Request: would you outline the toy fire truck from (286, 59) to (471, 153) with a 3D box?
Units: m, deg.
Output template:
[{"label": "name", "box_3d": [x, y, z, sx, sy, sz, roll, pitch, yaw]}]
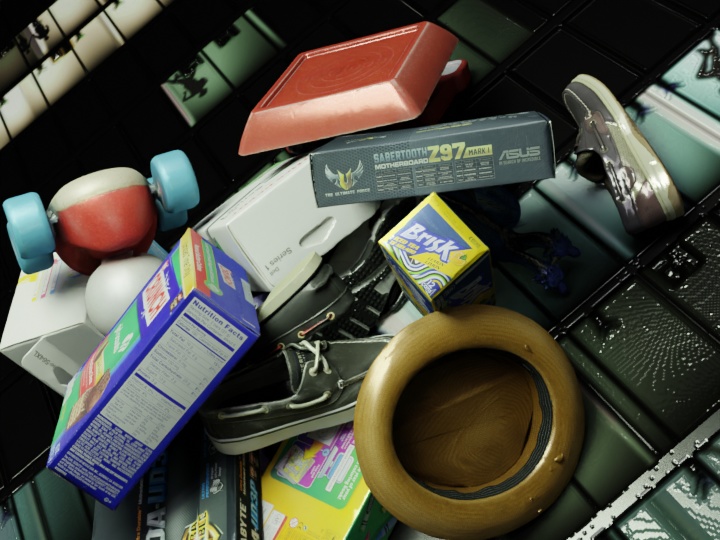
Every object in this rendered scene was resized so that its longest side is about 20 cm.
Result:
[{"label": "toy fire truck", "box_3d": [0.016, -0.183, 1.145, 0.198, 0.113, 0.168, -6, 29, 30]}]

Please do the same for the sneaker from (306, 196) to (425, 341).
[{"label": "sneaker", "box_3d": [0.000, 0.000, 1.021, 0.200, 0.074, 0.080, -49, 25, 5]}]

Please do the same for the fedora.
[{"label": "fedora", "box_3d": [0.084, 0.123, 0.825, 0.201, 0.200, 0.082, -52, 8, -12]}]

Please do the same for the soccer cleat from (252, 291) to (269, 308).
[{"label": "soccer cleat", "box_3d": [-0.121, 0.073, 1.058, 0.199, 0.068, 0.074, -29, 64, 10]}]

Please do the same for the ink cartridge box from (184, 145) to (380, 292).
[{"label": "ink cartridge box", "box_3d": [-0.086, -0.052, 1.034, 0.146, 0.085, 0.200, -40, 12, -18]}]

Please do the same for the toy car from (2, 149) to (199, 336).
[{"label": "toy car", "box_3d": [-0.244, 0.007, 1.021, 0.183, 0.202, 0.177, -19, -3, -20]}]

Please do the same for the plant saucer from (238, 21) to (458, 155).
[{"label": "plant saucer", "box_3d": [-0.014, -0.195, 1.019, 0.198, 0.037, 0.201, -9, 31, 24]}]

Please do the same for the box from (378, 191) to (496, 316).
[{"label": "box", "box_3d": [0.072, 0.004, 0.869, 0.064, 0.200, 0.070, -42, 74, -2]}]

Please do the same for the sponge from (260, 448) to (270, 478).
[{"label": "sponge", "box_3d": [-0.160, 0.164, 0.989, 0.111, 0.030, 0.201, -33, 61, 10]}]

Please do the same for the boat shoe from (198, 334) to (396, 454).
[{"label": "boat shoe", "box_3d": [-0.045, 0.098, 0.868, 0.199, 0.064, 0.071, -22, 43, -7]}]

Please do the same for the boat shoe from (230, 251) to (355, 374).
[{"label": "boat shoe", "box_3d": [-0.090, 0.066, 0.919, 0.201, 0.063, 0.074, -39, 12, 24]}]

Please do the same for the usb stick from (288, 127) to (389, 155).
[{"label": "usb stick", "box_3d": [0.010, -0.124, 1.041, 0.199, 0.056, 0.033, 19, 24, 21]}]

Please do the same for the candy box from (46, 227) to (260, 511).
[{"label": "candy box", "box_3d": [-0.181, 0.080, 0.878, 0.200, 0.077, 0.169, -49, 20, 7]}]

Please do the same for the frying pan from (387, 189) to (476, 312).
[{"label": "frying pan", "box_3d": [0.094, -0.046, 1.019, 0.114, 0.031, 0.192, -6, 65, 38]}]

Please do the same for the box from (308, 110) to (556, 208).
[{"label": "box", "box_3d": [0.065, -0.099, 0.864, 0.198, 0.052, 0.158, -7, 12, 9]}]

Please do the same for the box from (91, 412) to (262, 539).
[{"label": "box", "box_3d": [-0.166, 0.220, 0.892, 0.158, 0.046, 0.201, -24, 44, 17]}]

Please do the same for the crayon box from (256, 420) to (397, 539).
[{"label": "crayon box", "box_3d": [-0.016, 0.181, 0.894, 0.118, 0.058, 0.201, 14, 65, 40]}]

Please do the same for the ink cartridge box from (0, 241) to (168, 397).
[{"label": "ink cartridge box", "box_3d": [-0.315, 0.048, 1.156, 0.124, 0.129, 0.201, -18, 49, 22]}]

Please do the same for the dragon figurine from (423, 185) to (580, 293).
[{"label": "dragon figurine", "box_3d": [0.113, -0.048, 0.931, 0.059, 0.199, 0.099, -56, 7, -15]}]

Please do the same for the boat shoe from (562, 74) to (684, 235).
[{"label": "boat shoe", "box_3d": [0.235, -0.113, 0.950, 0.064, 0.072, 0.201, -28, 51, 5]}]
